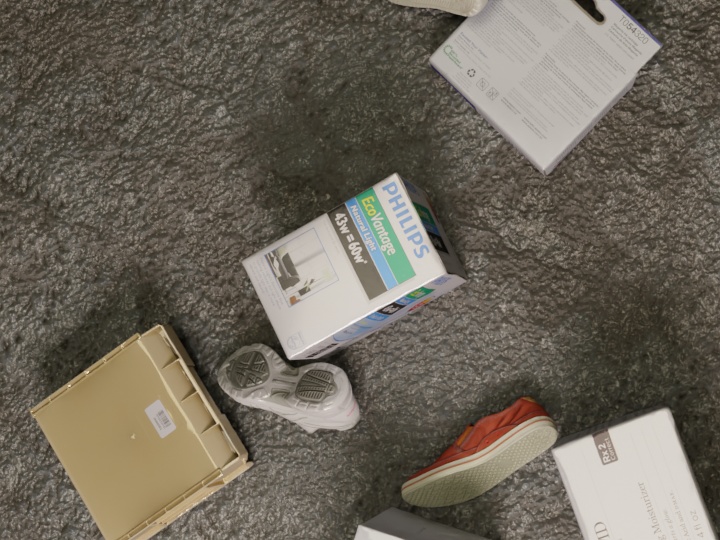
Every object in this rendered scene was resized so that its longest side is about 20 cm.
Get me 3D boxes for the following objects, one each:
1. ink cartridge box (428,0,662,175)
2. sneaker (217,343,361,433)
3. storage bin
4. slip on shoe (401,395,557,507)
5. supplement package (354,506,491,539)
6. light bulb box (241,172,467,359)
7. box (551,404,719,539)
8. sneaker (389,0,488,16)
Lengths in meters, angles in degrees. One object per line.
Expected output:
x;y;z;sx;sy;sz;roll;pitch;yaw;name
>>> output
0.216;-0.250;1.512;0.200;0.043;0.196;-45;77;3;ink cartridge box
-0.085;0.152;1.525;0.199;0.100;0.078;15;60;36;sneaker
-0.260;0.198;1.551;0.198;0.094;0.201;-35;79;7;storage bin
0.133;0.212;1.486;0.199;0.074;0.062;-34;45;14;slip on shoe
0.056;0.387;1.417;0.146;0.191;0.202;16;89;13;supplement package
0.000;0.000;1.457;0.199;0.198;0.126;-29;82;9;light bulb box
0.299;0.257;1.371;0.129;0.200;0.201;-21;82;9;box
0.092;-0.373;1.536;0.199;0.077;0.111;22;59;36;sneaker
